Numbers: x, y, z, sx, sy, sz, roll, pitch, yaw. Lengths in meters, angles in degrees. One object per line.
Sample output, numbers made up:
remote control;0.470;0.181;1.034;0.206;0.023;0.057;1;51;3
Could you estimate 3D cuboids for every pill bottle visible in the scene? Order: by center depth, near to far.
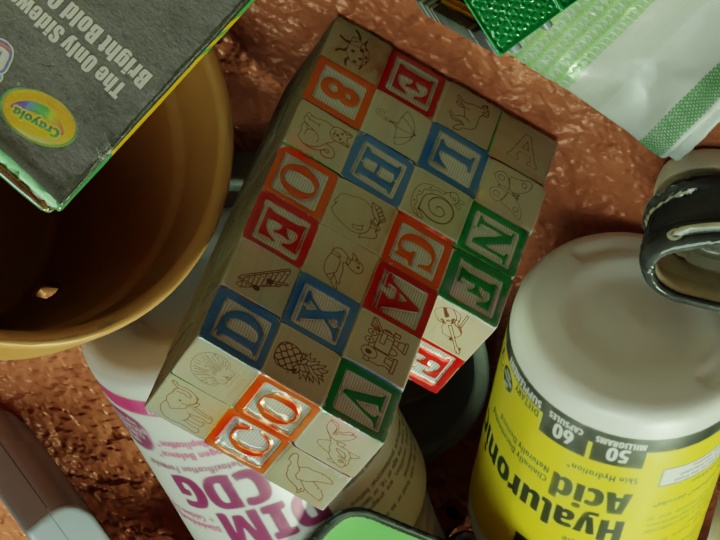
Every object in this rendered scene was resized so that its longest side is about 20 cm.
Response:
pill bottle;-0.037;0.078;1.266;0.113;0.114;0.200;-6;132;27
pill bottle;0.109;0.086;1.275;0.111;0.111;0.200;15;138;6

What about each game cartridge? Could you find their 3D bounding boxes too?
game cartridge;-0.129;0.172;1.455;0.041;0.133;0.200;-34;124;-4

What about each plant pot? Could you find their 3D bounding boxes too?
plant pot;-0.173;-0.048;1.202;0.200;0.200;0.140;34;152;-14

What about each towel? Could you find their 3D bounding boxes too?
towel;0.086;-0.133;1.117;0.200;0.031;0.149;31;136;-11

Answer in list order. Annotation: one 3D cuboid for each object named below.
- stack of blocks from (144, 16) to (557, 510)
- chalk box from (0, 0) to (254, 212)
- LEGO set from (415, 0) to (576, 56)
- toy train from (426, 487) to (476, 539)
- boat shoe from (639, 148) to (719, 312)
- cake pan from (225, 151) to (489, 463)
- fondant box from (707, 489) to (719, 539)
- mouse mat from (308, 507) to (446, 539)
stack of blocks;0.000;0.000;1.162;0.115;0.200;0.059;30;137;-9
chalk box;-0.129;-0.107;1.072;0.124;0.124;0.200;44;91;-12
LEGO set;0.044;-0.180;1.022;0.154;0.116;0.200;-44;111;-1
toy train;-0.006;0.175;1.430;0.114;0.085;0.200;46;135;6
boat shoe;0.217;-0.003;1.176;0.199;0.060;0.074;12;136;10
cake pan;-0.032;0.020;1.316;0.200;0.037;0.201;11;137;11
fondant box;0.264;0.176;1.347;0.144;0.058;0.200;-3;132;24
mouse mat;0.035;0.186;1.287;0.200;0.008;0.161;22;128;-24
